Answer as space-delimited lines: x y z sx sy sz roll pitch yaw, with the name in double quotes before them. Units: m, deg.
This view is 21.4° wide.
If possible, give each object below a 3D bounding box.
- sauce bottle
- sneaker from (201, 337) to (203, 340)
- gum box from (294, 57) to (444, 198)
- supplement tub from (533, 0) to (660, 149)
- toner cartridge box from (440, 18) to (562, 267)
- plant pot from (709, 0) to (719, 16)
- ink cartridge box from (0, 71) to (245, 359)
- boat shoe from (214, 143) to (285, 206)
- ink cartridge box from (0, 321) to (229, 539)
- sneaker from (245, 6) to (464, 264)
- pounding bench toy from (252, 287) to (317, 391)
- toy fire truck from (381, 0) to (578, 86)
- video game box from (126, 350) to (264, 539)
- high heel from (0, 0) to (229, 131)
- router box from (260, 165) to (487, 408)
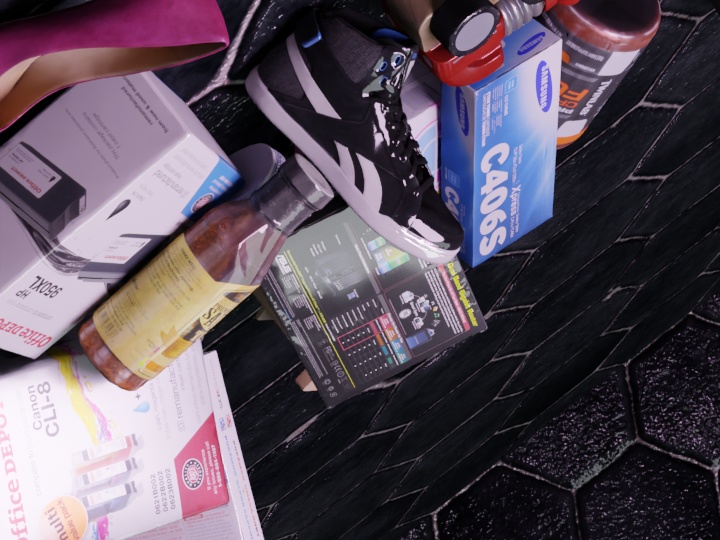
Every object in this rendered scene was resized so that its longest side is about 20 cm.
"sauce bottle" -0.104 0.000 1.309 0.200 0.066 0.066 -41 164 13
"sneaker" -0.135 0.005 1.531 0.085 0.078 0.200 -34 163 -20
"gum box" 0.034 -0.104 1.563 0.200 0.066 0.114 -30 142 -27
"supplement tub" 0.172 -0.177 1.656 0.107 0.107 0.200 -26 159 -38
"toner cartridge box" 0.113 -0.102 1.554 0.095 0.043 0.200 -34 144 -25
"plant pot" 0.433 -0.293 1.792 0.177 0.200 0.200 -22 160 -15
"ink cartridge box" -0.191 -0.040 1.272 0.200 0.084 0.145 -40 165 3
"boat shoe" -0.123 -0.022 1.386 0.200 0.074 0.065 -21 132 31
"ink cartridge box" -0.226 0.126 1.404 0.200 0.146 0.144 -16 -170 -37
"sneaker" 0.022 -0.104 1.362 0.112 0.200 0.073 -45 -175 24
"pounding bench toy" 0.006 -0.007 1.665 0.200 0.156 0.124 -44 163 16
"toy fire truck" 0.103 -0.212 1.433 0.176 0.129 0.200 -37 154 -6
"video game box" -0.190 0.174 1.552 0.199 0.183 0.047 -13 -175 19
"high heel" -0.173 -0.108 1.106 0.200 0.096 0.067 -42 164 11
"router box" 0.000 0.000 1.507 0.149 0.062 0.200 -26 135 0
